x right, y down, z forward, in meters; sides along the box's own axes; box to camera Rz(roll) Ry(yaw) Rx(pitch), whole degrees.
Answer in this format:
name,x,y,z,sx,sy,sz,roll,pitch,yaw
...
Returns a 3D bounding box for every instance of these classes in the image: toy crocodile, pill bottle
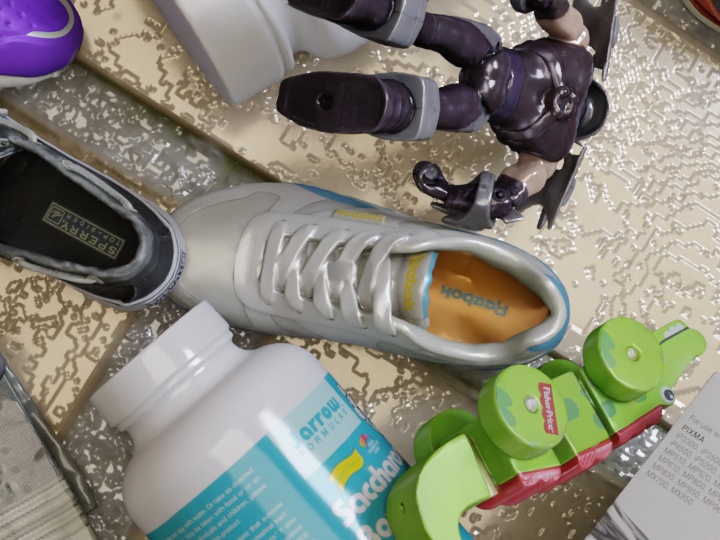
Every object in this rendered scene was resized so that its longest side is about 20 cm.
name,x,y,z,sx,sy,sz,roll,pitch,yaw
toy crocodile,0.088,0.070,0.743,0.200,0.068,0.062,-21,77,-43
pill bottle,-0.031,0.110,0.746,0.111,0.111,0.200,-41,92,-6
pill bottle,-0.002,-0.169,0.760,0.200,0.113,0.113,-35,91,-6

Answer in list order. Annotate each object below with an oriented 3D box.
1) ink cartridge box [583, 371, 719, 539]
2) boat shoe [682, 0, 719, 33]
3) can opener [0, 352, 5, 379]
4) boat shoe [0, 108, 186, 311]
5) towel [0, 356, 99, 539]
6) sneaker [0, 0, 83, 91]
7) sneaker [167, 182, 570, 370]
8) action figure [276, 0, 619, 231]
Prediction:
name,x,y,z,sx,sy,sz,roll,pitch,yaw
ink cartridge box,0.153,0.168,0.738,0.200,0.083,0.147,-51,136,-5
boat shoe,0.253,-0.119,0.807,0.200,0.063,0.071,22,84,-5
can opener,-0.241,0.101,0.729,0.067,0.053,0.200,36,84,0
boat shoe,-0.175,-0.040,0.744,0.199,0.068,0.074,30,87,13
towel,-0.236,0.113,0.772,0.200,0.035,0.193,-30,87,-4
sneaker,-0.196,-0.155,0.716,0.200,0.100,0.070,29,44,-27
sneaker,0.000,0.000,0.769,0.200,0.081,0.077,8,88,-3
action figure,0.048,-0.085,0.718,0.200,0.069,0.130,8,88,-49
